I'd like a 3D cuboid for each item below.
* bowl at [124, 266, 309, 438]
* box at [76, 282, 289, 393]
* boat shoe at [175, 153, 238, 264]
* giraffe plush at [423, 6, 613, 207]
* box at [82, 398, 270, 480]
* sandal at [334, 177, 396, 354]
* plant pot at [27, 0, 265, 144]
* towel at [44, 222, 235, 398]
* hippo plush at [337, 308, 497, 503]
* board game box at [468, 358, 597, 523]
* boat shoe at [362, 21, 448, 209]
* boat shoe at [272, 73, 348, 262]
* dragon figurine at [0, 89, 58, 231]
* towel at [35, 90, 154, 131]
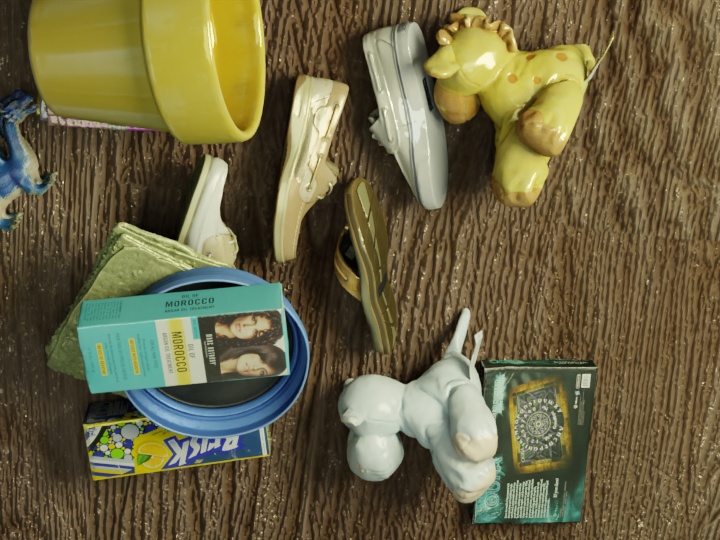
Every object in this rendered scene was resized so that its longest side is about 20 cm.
[{"bbox_3d":[-0.152,0.084,1.318,0.199,0.039,0.202,-2,122,-4],"label":"bowl"},{"bbox_3d":[-0.172,0.067,1.253,0.198,0.049,0.083,-6,122,-2],"label":"box"},{"bbox_3d":[-0.165,-0.027,1.356,0.068,0.075,0.201,13,116,-11],"label":"boat shoe"},{"bbox_3d":[0.142,-0.186,1.303,0.161,0.173,0.201,26,105,2],"label":"giraffe plush"},{"bbox_3d":[-0.202,0.177,1.417,0.198,0.064,0.071,-7,109,-3],"label":"box"},{"bbox_3d":[0.000,0.000,1.386,0.054,0.080,0.201,-3,114,17],"label":"sandal"},{"bbox_3d":[-0.204,-0.218,1.213,0.187,0.201,0.202,-2,109,11],"label":"plant pot"},{"bbox_3d":[-0.230,0.049,1.333,0.148,0.037,0.200,25,116,-18],"label":"towel"},{"bbox_3d":[0.058,0.167,1.393,0.160,0.159,0.201,-4,109,-6],"label":"hippo plush"},{"bbox_3d":[0.200,0.201,1.488,0.134,0.028,0.201,1,108,-6],"label":"board game box"},{"bbox_3d":[0.043,-0.159,1.344,0.069,0.071,0.201,-4,114,24],"label":"boat shoe"},{"bbox_3d":[-0.054,-0.102,1.341,0.064,0.071,0.201,9,105,-8],"label":"boat shoe"},{"bbox_3d":[-0.383,-0.093,1.314,0.099,0.059,0.200,40,99,-16],"label":"dragon figurine"},{"bbox_3d":[-0.233,-0.216,1.312,0.198,0.023,0.145,3,106,-8],"label":"towel"}]
